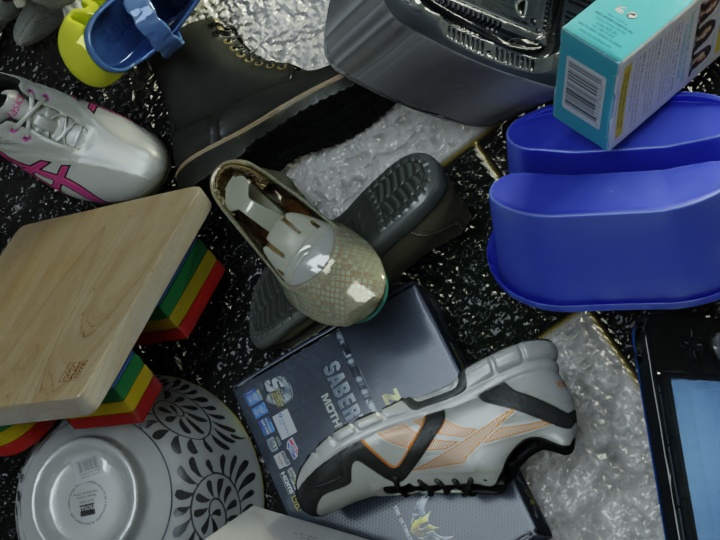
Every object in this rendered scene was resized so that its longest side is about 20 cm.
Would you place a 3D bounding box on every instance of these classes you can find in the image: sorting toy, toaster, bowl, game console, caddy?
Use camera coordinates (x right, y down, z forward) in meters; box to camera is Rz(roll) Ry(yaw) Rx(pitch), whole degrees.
[{"bbox_3d":[-0.208,0.046,1.231,0.198,0.070,0.200,-10,41,37],"label":"sorting toy"},{"bbox_3d":[0.060,-0.175,1.151,0.129,0.199,0.114,-31,46,60],"label":"toaster"},{"bbox_3d":[-0.178,0.169,1.224,0.200,0.094,0.202,-4,78,19],"label":"bowl"},{"bbox_3d":[0.277,0.116,1.056,0.118,0.170,0.201,-22,70,43],"label":"game console"},{"bbox_3d":[0.177,-0.037,1.116,0.199,0.105,0.142,-2,41,21],"label":"caddy"}]

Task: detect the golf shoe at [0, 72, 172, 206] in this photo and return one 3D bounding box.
[{"bbox_3d":[-0.241,-0.104,1.305,0.199,0.092,0.073,19,85,22],"label":"golf shoe"}]

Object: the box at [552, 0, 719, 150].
[{"bbox_3d":[0.209,-0.170,1.104,0.049,0.082,0.200,36,61,26],"label":"box"}]

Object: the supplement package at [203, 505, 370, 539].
[{"bbox_3d":[-0.055,0.279,1.104,0.121,0.120,0.201,12,108,23],"label":"supplement package"}]

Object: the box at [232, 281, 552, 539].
[{"bbox_3d":[0.020,0.132,1.180,0.157,0.051,0.201,-29,71,12],"label":"box"}]

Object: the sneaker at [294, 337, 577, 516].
[{"bbox_3d":[0.050,0.119,1.106,0.199,0.074,0.080,-27,73,10],"label":"sneaker"}]

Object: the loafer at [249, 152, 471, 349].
[{"bbox_3d":[0.000,0.000,1.202,0.200,0.070,0.075,-37,40,28],"label":"loafer"}]

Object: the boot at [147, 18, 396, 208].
[{"bbox_3d":[-0.069,-0.153,1.263,0.199,0.077,0.139,-26,66,13],"label":"boot"}]

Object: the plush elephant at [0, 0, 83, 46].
[{"bbox_3d":[-0.259,-0.241,1.295,0.199,0.155,0.165,-15,116,2],"label":"plush elephant"}]

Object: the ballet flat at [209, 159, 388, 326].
[{"bbox_3d":[-0.052,-0.021,1.164,0.068,0.062,0.200,-56,37,4],"label":"ballet flat"}]

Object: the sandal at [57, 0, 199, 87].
[{"bbox_3d":[-0.139,-0.218,1.266,0.087,0.080,0.200,-2,51,46],"label":"sandal"}]
